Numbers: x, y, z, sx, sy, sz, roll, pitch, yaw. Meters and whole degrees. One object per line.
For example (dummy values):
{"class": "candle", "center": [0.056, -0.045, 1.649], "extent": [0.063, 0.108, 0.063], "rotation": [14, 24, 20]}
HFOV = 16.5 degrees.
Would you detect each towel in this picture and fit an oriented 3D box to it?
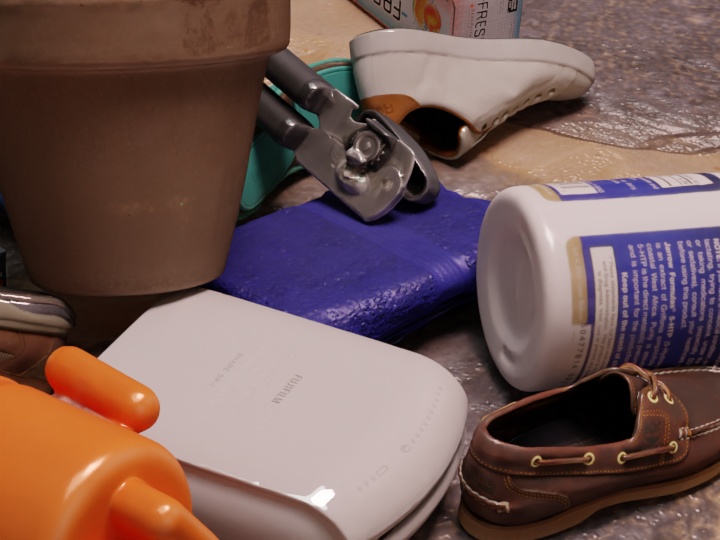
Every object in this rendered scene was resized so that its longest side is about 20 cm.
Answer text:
{"class": "towel", "center": [0.000, 0.000, 1.509], "extent": [0.200, 0.050, 0.148], "rotation": [-23, 34, -35]}

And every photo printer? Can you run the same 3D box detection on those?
{"class": "photo printer", "center": [-0.050, 0.090, 1.335], "extent": [0.200, 0.070, 0.166], "rotation": [17, 35, 20]}

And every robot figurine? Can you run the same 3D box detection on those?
{"class": "robot figurine", "center": [-0.166, 0.121, 1.229], "extent": [0.200, 0.144, 0.117], "rotation": [20, 20, 33]}

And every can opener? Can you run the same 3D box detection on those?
{"class": "can opener", "center": [-0.030, -0.099, 1.562], "extent": [0.200, 0.053, 0.067], "rotation": [42, 15, 32]}

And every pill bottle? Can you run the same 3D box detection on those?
{"class": "pill bottle", "center": [0.179, 0.004, 1.445], "extent": [0.200, 0.120, 0.120], "rotation": [-4, 33, -17]}

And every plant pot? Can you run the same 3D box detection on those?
{"class": "plant pot", "center": [-0.134, -0.080, 1.407], "extent": [0.200, 0.175, 0.200], "rotation": [-3, 9, 0]}

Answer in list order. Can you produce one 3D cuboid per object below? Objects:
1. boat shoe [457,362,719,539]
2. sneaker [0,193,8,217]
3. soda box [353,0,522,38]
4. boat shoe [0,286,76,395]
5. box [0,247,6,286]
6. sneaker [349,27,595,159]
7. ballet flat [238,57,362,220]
{"class": "boat shoe", "center": [0.141, 0.088, 1.359], "extent": [0.200, 0.070, 0.070], "rotation": [-20, 38, -34]}
{"class": "sneaker", "center": [-0.203, -0.049, 1.545], "extent": [0.200, 0.066, 0.079], "rotation": [11, 70, 35]}
{"class": "soda box", "center": [0.038, -0.222, 1.841], "extent": [0.068, 0.064, 0.200], "rotation": [-15, 38, -27]}
{"class": "boat shoe", "center": [-0.261, 0.039, 1.380], "extent": [0.200, 0.072, 0.076], "rotation": [7, 3, -7]}
{"class": "box", "center": [-0.325, -0.022, 1.512], "extent": [0.137, 0.040, 0.200], "rotation": [-19, 39, -33]}
{"class": "sneaker", "center": [0.078, -0.114, 1.692], "extent": [0.200, 0.085, 0.073], "rotation": [0, -10, -34]}
{"class": "ballet flat", "center": [-0.062, -0.091, 1.629], "extent": [0.070, 0.067, 0.200], "rotation": [3, 26, 31]}
